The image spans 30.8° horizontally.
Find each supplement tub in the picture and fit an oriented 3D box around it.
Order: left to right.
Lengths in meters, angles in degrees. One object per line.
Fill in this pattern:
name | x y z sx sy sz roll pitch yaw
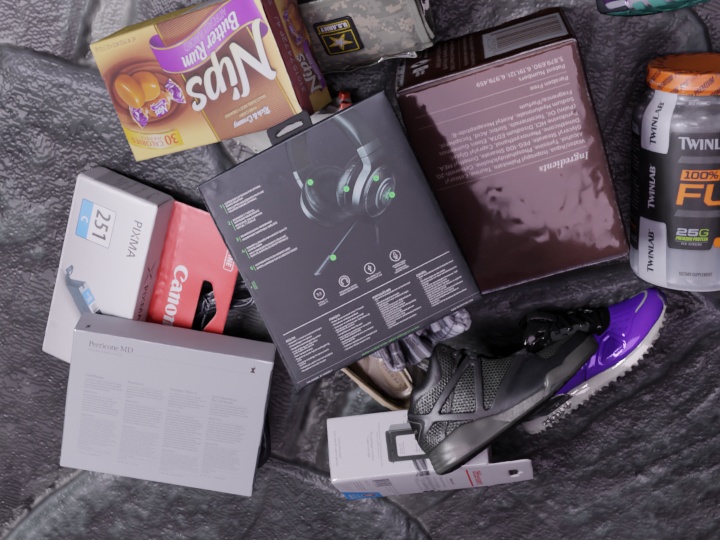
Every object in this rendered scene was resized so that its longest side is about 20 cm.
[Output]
supplement tub | 0.311 -0.093 1.213 0.121 0.123 0.202 -2 111 5

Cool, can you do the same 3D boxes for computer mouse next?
computer mouse | -0.117 0.102 1.359 0.139 0.046 0.202 -21 98 19

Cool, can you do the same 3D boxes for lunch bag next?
lunch bag | -0.030 -0.272 1.175 0.162 0.118 0.202 -11 112 15

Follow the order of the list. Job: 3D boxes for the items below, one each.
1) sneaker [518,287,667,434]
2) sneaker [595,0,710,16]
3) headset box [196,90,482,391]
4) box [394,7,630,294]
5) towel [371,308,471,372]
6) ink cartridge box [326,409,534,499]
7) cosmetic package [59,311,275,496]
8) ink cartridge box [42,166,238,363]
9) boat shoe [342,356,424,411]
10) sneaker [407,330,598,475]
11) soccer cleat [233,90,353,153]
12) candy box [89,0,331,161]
sneaker | 0.211 0.071 1.310 0.200 0.070 0.100 -42 100 16
sneaker | 0.298 -0.284 1.158 0.198 0.074 0.089 -9 91 36
headset box | -0.019 -0.034 1.086 0.173 0.093 0.202 -27 96 4
box | 0.137 -0.111 1.196 0.162 0.166 0.202 -15 108 9
towel | 0.000 0.000 1.220 0.085 0.166 0.201 -35 95 -12
ink cartridge box | 0.073 0.183 1.331 0.197 0.116 0.069 -7 71 7
cosmetic package | -0.193 0.134 1.311 0.197 0.052 0.152 10 112 -3
ink cartridge box | -0.219 0.020 1.317 0.175 0.045 0.202 21 112 12
boat shoe | -0.010 0.066 1.326 0.072 0.065 0.200 -40 103 17
sneaker | 0.127 0.095 1.252 0.198 0.076 0.115 -33 78 -2
soccer cleat | -0.095 -0.136 1.259 0.197 0.069 0.078 6 116 0
candy box | -0.134 -0.175 1.161 0.198 0.056 0.118 -8 111 34
